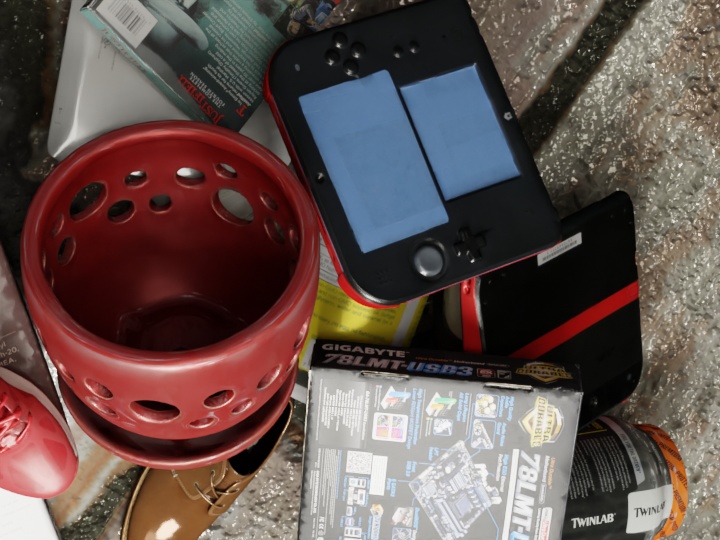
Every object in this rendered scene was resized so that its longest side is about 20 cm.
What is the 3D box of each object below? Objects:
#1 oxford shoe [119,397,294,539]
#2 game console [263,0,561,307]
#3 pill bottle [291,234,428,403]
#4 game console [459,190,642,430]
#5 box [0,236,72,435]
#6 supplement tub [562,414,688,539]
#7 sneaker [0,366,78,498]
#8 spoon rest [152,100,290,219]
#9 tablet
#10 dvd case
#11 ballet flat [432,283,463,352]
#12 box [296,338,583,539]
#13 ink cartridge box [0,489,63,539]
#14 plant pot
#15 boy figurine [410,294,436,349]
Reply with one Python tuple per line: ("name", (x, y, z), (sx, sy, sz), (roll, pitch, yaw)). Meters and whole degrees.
("oxford shoe", (-0.121, 0.161, 1.415), (0.071, 0.071, 0.201), (32, 96, -26))
("game console", (0.037, -0.086, 1.290), (0.176, 0.031, 0.201), (-20, 84, -21))
("pill bottle", (0.000, 0.000, 1.380), (0.114, 0.114, 0.201), (17, 101, -22))
("game console", (0.149, 0.048, 1.404), (0.199, 0.031, 0.178), (-27, 118, -40))
("box", (-0.315, 0.036, 1.257), (0.163, 0.166, 0.201), (-20, 113, -10))
("supplement tub", (0.159, 0.184, 1.479), (0.199, 0.122, 0.123), (-5, 109, -26))
("sneaker", (-0.250, 0.093, 1.141), (0.078, 0.116, 0.200), (-47, 115, 0))
("spoon rest", (-0.070, -0.104, 1.358), (0.199, 0.061, 0.100), (-28, 98, 4))
("tablet", (-0.146, -0.167, 1.304), (0.129, 0.014, 0.201), (10, 89, -18))
("dvd case", (-0.089, -0.211, 1.304), (0.146, 0.022, 0.200), (43, 71, -25))
("ballet flat", (0.090, -0.006, 1.397), (0.068, 0.068, 0.201), (3, 80, 6))
("box", (0.054, 0.156, 1.340), (0.197, 0.050, 0.201), (4, 116, 0))
("ink cartridge box", (-0.322, 0.237, 1.385), (0.197, 0.043, 0.201), (-21, 114, -11))
("plant pot", (-0.127, 0.025, 1.264), (0.199, 0.201, 0.183), (-19, 150, -12))
("boy figurine", (0.105, 0.051, 1.460), (0.200, 0.064, 0.124), (-40, 111, 0))
